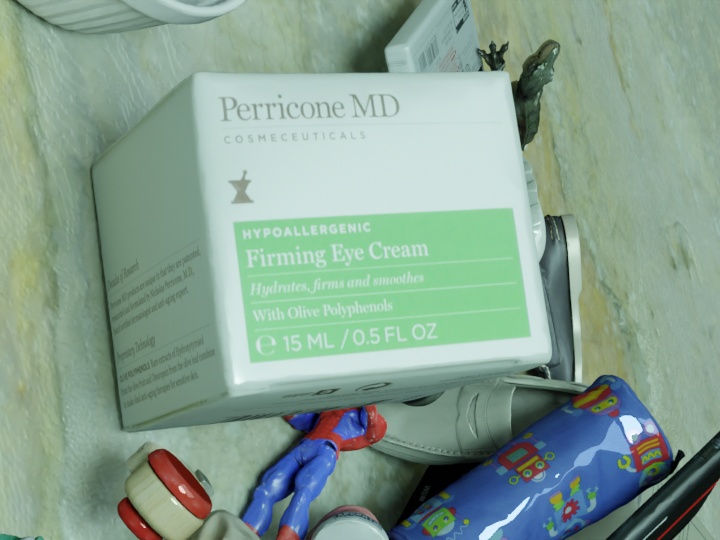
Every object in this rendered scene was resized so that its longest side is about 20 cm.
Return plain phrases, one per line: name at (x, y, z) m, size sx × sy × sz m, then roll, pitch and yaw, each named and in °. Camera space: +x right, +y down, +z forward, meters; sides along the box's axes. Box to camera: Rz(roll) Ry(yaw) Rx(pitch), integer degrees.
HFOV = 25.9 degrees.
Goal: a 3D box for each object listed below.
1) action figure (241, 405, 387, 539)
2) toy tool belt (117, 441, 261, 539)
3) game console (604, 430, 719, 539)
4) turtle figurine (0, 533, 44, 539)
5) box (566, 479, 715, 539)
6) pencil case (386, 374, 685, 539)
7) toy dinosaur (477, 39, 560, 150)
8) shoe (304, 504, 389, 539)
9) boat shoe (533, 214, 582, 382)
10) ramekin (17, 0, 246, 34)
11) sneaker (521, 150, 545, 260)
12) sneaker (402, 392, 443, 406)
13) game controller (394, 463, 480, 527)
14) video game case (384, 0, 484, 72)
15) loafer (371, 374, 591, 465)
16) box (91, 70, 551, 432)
action figure at (-0.041, 0.106, 1.025) m, size 0.200 × 0.065 × 0.099 m, roll -45°, pitch 126°, yaw -50°
toy tool belt at (-0.094, 0.204, 0.877) m, size 0.123 × 0.125 × 0.200 m, roll -41°, pitch 118°, yaw -2°
game console at (0.167, 0.194, 1.054) m, size 0.200 × 0.031 × 0.177 m, roll -40°, pitch 160°, yaw -16°
turtle figurine at (-0.227, 0.141, 0.723) m, size 0.201 × 0.100 × 0.150 m, roll 61°, pitch 21°, yaw 1°
box at (0.229, 0.265, 1.328) m, size 0.200 × 0.109 × 0.128 m, roll 48°, pitch 45°, yaw -36°
pencil case at (0.114, 0.152, 1.036) m, size 0.200 × 0.078 × 0.087 m, roll -33°, pitch 130°, yaw -15°
toy dinosaur at (0.128, -0.132, 1.287) m, size 0.200 × 0.047 × 0.088 m, roll 88°, pitch -10°, yaw -56°
shoe at (-0.026, 0.248, 1.001) m, size 0.091 × 0.071 × 0.201 m, roll 73°, pitch 33°, yaw -88°
boat shoe at (0.155, 0.052, 1.342) m, size 0.073 × 0.062 × 0.201 m, roll -119°, pitch -152°, yaw -85°
ramekin at (-0.151, -0.236, 0.934) m, size 0.200 × 0.105 × 0.201 m, roll 21°, pitch 63°, yaw -50°
sneaker at (0.069, -0.048, 1.038) m, size 0.200 × 0.076 × 0.081 m, roll 54°, pitch -8°, yaw 49°
sneaker at (0.000, 0.000, 1.099) m, size 0.114 × 0.076 × 0.200 m, roll 8°, pitch 64°, yaw -49°
game controller at (0.066, 0.203, 1.093) m, size 0.200 × 0.104 × 0.042 m, roll -55°, pitch 155°, yaw -43°
video game case at (0.070, -0.120, 1.228) m, size 0.200 × 0.023 × 0.183 m, roll -60°, pitch 139°, yaw -60°
loafer at (0.096, 0.103, 1.122) m, size 0.070 × 0.199 × 0.070 m, roll 95°, pitch -6°, yaw -73°
box at (-0.029, -0.008, 0.904) m, size 0.198 × 0.200 × 0.172 m, roll -4°, pitch 80°, yaw -26°
